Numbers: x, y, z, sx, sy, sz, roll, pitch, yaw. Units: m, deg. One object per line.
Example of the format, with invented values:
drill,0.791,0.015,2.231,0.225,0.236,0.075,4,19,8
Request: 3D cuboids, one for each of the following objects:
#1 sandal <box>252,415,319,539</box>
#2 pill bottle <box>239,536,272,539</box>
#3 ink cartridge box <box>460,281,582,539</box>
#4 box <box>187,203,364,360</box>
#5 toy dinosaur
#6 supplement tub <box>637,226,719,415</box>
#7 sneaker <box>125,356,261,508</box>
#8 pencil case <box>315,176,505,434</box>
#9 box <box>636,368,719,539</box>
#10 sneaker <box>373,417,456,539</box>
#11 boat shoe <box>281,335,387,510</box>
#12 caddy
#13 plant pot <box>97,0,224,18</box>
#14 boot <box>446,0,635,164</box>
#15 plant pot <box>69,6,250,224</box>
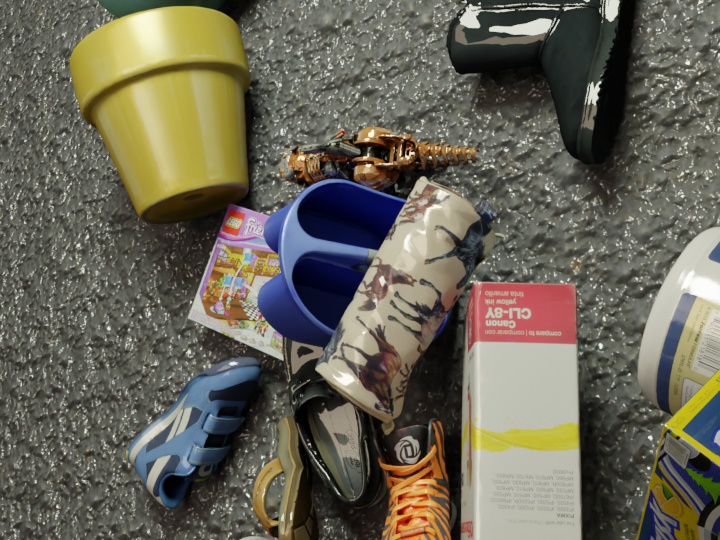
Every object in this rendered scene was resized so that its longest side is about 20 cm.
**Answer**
sandal,-0.072,0.205,0.832,0.053,0.082,0.201,-14,22,-2
pill bottle,-0.037,0.313,0.803,0.197,0.112,0.115,3,77,34
ink cartridge box,0.124,0.125,0.722,0.082,0.145,0.204,1,74,3
box,-0.087,0.019,0.969,0.198,0.039,0.139,19,87,36
toy dinosaur,0.017,-0.094,0.875,0.198,0.135,0.104,22,87,36
supplement tub,0.312,0.066,0.626,0.198,0.144,0.147,26,90,36
sneaker,-0.165,0.171,0.959,0.200,0.073,0.083,-47,58,22
pencil case,0.040,0.028,0.747,0.088,0.078,0.202,30,82,2
box,0.237,0.159,0.614,0.070,0.202,0.064,-35,52,-23
sneaker,0.037,0.189,0.730,0.076,0.200,0.114,-10,104,6
boat shoe,-0.033,0.129,0.853,0.073,0.066,0.203,-19,81,15
caddy,0.000,0.000,0.825,0.104,0.197,0.144,-17,65,51
plant pot,-0.242,-0.385,1.106,0.162,0.199,0.201,-53,54,22
boot,0.161,-0.191,0.843,0.165,0.076,0.204,3,71,30
plant pot,-0.209,-0.164,1.022,0.198,0.200,0.192,-21,80,26
